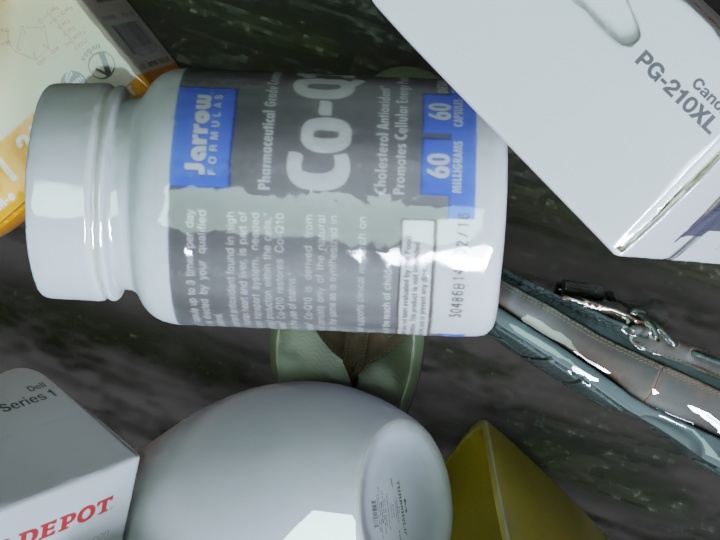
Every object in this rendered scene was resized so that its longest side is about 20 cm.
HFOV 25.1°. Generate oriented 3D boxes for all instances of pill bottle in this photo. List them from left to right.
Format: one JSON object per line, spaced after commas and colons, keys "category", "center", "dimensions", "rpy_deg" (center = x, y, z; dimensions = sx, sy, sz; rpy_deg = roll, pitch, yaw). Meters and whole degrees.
{"category": "pill bottle", "center": [-0.039, -0.031, 0.713], "dimensions": [0.199, 0.114, 0.114], "rpy_deg": [2, 103, 0]}

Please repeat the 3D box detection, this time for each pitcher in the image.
{"category": "pitcher", "center": [-0.056, 0.143, 0.777], "dimensions": [0.200, 0.121, 0.172], "rpy_deg": [-9, 91, 34]}

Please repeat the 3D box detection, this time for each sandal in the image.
{"category": "sandal", "center": [-0.001, -0.001, 0.794], "dimensions": [0.080, 0.057, 0.202], "rpy_deg": [13, 106, 6]}

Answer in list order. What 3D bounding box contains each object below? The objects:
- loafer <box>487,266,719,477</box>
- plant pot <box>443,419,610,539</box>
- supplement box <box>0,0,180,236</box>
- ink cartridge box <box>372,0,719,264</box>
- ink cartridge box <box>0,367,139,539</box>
{"category": "loafer", "center": [0.144, 0.045, 0.787], "dimensions": [0.200, 0.072, 0.063], "rpy_deg": [32, 86, -7]}
{"category": "plant pot", "center": [0.075, 0.230, 0.776], "dimensions": [0.176, 0.200, 0.200], "rpy_deg": [35, 105, -12]}
{"category": "supplement box", "center": [-0.198, -0.129, 0.786], "dimensions": [0.126, 0.074, 0.200], "rpy_deg": [-38, 95, 14]}
{"category": "ink cartridge box", "center": [0.109, -0.081, 0.668], "dimensions": [0.084, 0.200, 0.145], "rpy_deg": [-47, 73, 16]}
{"category": "ink cartridge box", "center": [-0.193, 0.161, 0.735], "dimensions": [0.084, 0.146, 0.200], "rpy_deg": [32, 122, 30]}
